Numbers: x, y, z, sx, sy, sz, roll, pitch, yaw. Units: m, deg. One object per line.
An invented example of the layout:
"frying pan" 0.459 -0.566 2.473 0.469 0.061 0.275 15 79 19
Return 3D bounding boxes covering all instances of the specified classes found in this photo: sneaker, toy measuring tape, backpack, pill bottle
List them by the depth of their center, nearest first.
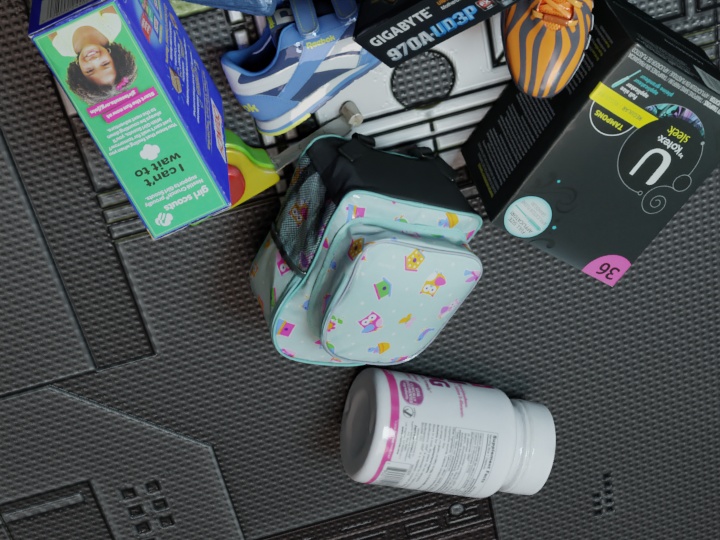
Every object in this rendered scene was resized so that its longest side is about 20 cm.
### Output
"sneaker" 0.152 -0.229 1.101 0.077 0.112 0.202 10 104 3
"sneaker" -0.029 -0.198 1.187 0.199 0.074 0.082 -38 120 12
"toy measuring tape" -0.095 -0.107 1.244 0.199 0.074 0.074 -30 127 -1
"backpack" 0.000 0.000 1.282 0.174 0.154 0.200 6 135 -38
"pill bottle" 0.089 0.168 1.448 0.198 0.114 0.114 10 122 -20

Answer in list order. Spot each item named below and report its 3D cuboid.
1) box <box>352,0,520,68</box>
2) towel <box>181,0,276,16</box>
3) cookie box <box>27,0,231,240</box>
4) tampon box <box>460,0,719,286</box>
"box" 0.087 -0.257 1.066 0.046 0.161 0.199 31 147 -31
"towel" -0.101 -0.295 1.060 0.110 0.049 0.203 9 101 10
"cookie box" -0.177 -0.156 1.123 0.074 0.172 0.201 -22 127 8
"tampon box" 0.212 -0.118 1.262 0.149 0.127 0.201 24 117 -26
